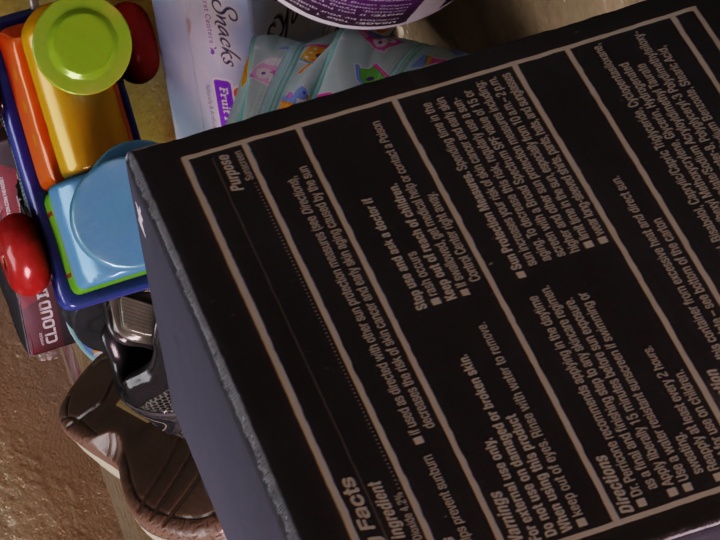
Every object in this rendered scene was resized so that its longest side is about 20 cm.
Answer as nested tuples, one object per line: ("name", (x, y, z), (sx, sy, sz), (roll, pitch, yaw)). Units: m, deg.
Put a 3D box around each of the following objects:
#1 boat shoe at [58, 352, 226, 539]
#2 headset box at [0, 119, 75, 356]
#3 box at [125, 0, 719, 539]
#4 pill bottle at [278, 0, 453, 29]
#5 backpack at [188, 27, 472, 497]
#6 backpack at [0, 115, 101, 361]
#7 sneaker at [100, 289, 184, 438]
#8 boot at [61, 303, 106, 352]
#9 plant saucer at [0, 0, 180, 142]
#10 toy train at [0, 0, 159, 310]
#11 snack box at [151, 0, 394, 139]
("boat shoe", (-0.073, 0.094, 1.421), (0.075, 0.075, 0.202), (42, 179, -28))
("headset box", (-0.127, -0.051, 1.647), (0.077, 0.199, 0.149), (-120, 16, -49))
("box", (0.056, 0.041, 0.877), (0.124, 0.197, 0.200), (85, 164, -46))
("pill bottle", (0.009, -0.150, 1.060), (0.200, 0.112, 0.113), (144, 109, -78))
("backpack", (0.000, 0.000, 1.154), (0.167, 0.126, 0.201), (90, -167, -62))
("backpack", (-0.084, -0.034, 1.528), (0.200, 0.175, 0.154), (82, 171, -55))
("sneaker", (-0.038, -0.007, 1.278), (0.114, 0.199, 0.076), (24, -151, -43))
("boot", (-0.074, -0.066, 1.387), (0.163, 0.198, 0.074), (56, 169, 32))
("plant saucer", (-0.117, -0.160, 1.299), (0.048, 0.200, 0.200), (-42, 17, 47))
("toy train", (-0.117, -0.088, 1.175), (0.116, 0.084, 0.201), (164, 89, -78))
("snack box", (-0.037, -0.156, 1.236), (0.142, 0.053, 0.201), (-55, -32, -43))
